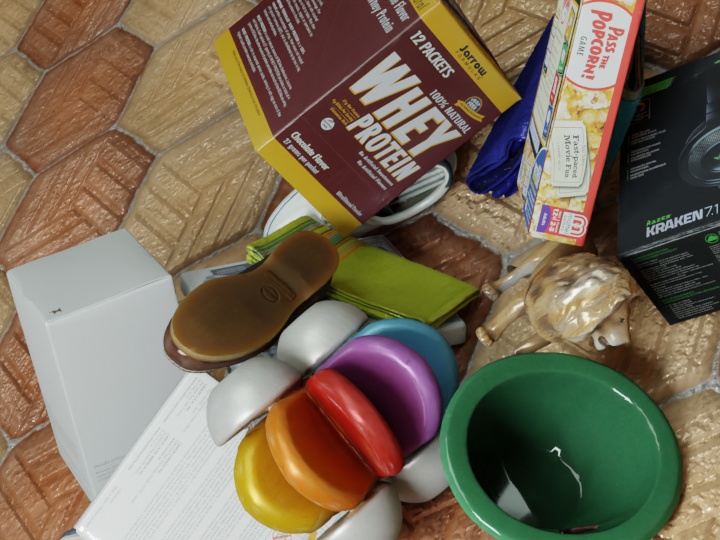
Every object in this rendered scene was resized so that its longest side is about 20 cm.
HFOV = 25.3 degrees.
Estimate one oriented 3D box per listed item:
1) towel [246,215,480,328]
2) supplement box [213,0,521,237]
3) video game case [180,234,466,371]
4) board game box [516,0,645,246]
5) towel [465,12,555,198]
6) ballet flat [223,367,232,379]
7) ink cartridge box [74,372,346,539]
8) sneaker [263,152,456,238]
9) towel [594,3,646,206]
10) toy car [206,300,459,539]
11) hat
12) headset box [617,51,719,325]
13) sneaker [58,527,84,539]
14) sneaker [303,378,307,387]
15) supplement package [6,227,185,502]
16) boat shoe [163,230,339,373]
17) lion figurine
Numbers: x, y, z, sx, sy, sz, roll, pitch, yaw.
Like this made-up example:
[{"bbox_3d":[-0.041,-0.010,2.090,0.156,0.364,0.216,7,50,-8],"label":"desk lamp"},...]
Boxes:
[{"bbox_3d":[0.000,0.000,1.396,0.200,0.018,0.086,22,40,32],"label":"towel"},{"bbox_3d":[0.001,-0.179,1.430,0.200,0.133,0.198,-38,38,11],"label":"supplement box"},{"bbox_3d":[-0.036,0.031,1.388,0.199,0.023,0.182,-11,31,-20],"label":"video game case"},{"bbox_3d":[0.166,-0.137,1.229,0.152,0.046,0.201,-84,5,-71],"label":"board game box"},{"bbox_3d":[0.172,-0.163,1.419,0.200,0.049,0.148,-62,7,-20],"label":"towel"},{"bbox_3d":[-0.098,0.079,1.469,0.075,0.068,0.201,-32,34,50],"label":"ballet flat"},{"bbox_3d":[-0.100,0.197,1.267,0.161,0.200,0.050,-54,4,-8],"label":"ink cartridge box"},{"bbox_3d":[-0.004,-0.065,1.485,0.200,0.073,0.071,-30,12,10],"label":"sneaker"},{"bbox_3d":[0.193,-0.121,1.307,0.022,0.200,0.147,13,49,-3],"label":"towel"},{"bbox_3d":[-0.002,0.109,1.197,0.200,0.175,0.150,-39,-4,-38],"label":"toy car"},{"bbox_3d":[0.119,0.174,1.192,0.199,0.176,0.166,6,55,-4],"label":"hat"},{"bbox_3d":[0.294,-0.082,1.222,0.174,0.093,0.201,-18,42,30],"label":"headset box"},{"bbox_3d":[-0.174,0.227,1.390,0.199,0.077,0.085,-11,36,26],"label":"sneaker"},{"bbox_3d":[-0.067,0.097,1.364,0.074,0.087,0.200,29,59,9],"label":"sneaker"},{"bbox_3d":[-0.220,0.087,1.427,0.119,0.201,0.121,-21,31,-20],"label":"supplement package"},{"bbox_3d":[-0.090,0.036,1.294,0.200,0.070,0.070,-31,-15,-48],"label":"boat shoe"},{"bbox_3d":[0.154,0.008,1.236,0.122,0.072,0.200,-42,18,21],"label":"lion figurine"}]
